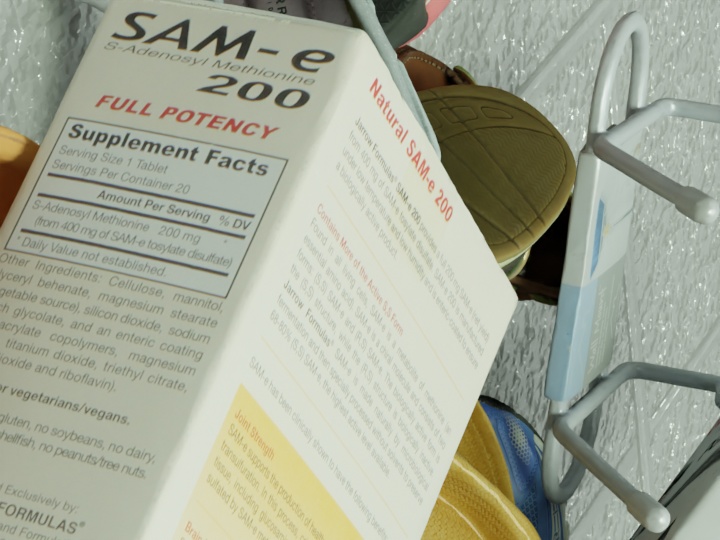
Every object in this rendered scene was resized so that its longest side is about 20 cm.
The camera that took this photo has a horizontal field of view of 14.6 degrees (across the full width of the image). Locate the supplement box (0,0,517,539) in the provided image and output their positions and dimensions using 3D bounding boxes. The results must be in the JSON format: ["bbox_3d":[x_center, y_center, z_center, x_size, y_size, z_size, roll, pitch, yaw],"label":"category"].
[{"bbox_3d":[-0.045,0.054,0.652,0.201,0.073,0.126,-66,151,-22],"label":"supplement box"}]

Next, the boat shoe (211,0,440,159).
[{"bbox_3d":[-0.015,-0.047,0.888,0.065,0.074,0.203,74,3,-51],"label":"boat shoe"}]

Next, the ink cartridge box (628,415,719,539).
[{"bbox_3d":[0.146,0.125,1.100,0.200,0.083,0.147,-49,177,-28],"label":"ink cartridge box"}]

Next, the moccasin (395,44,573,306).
[{"bbox_3d":[0.043,-0.031,1.086,0.201,0.077,0.074,49,57,-57],"label":"moccasin"}]

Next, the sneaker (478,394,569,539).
[{"bbox_3d":[0.026,0.147,1.124,0.089,0.078,0.201,25,78,-65],"label":"sneaker"}]

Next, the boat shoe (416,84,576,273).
[{"bbox_3d":[0.000,0.000,0.962,0.200,0.073,0.065,-35,165,-43],"label":"boat shoe"}]

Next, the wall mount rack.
[{"bbox_3d":[0.111,0.009,1.073,0.174,0.074,0.201,-35,133,-66],"label":"wall mount rack"}]

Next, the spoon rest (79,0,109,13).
[{"bbox_3d":[-0.083,0.006,0.879,0.099,0.060,0.201,-10,108,-61],"label":"spoon rest"}]

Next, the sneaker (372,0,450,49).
[{"bbox_3d":[0.040,-0.163,1.034,0.087,0.073,0.201,42,63,-61],"label":"sneaker"}]

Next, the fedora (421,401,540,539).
[{"bbox_3d":[0.011,0.115,1.015,0.200,0.082,0.202,-1,92,-41],"label":"fedora"}]

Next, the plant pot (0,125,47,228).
[{"bbox_3d":[-0.161,0.052,0.659,0.200,0.139,0.201,-34,130,-53],"label":"plant pot"}]
